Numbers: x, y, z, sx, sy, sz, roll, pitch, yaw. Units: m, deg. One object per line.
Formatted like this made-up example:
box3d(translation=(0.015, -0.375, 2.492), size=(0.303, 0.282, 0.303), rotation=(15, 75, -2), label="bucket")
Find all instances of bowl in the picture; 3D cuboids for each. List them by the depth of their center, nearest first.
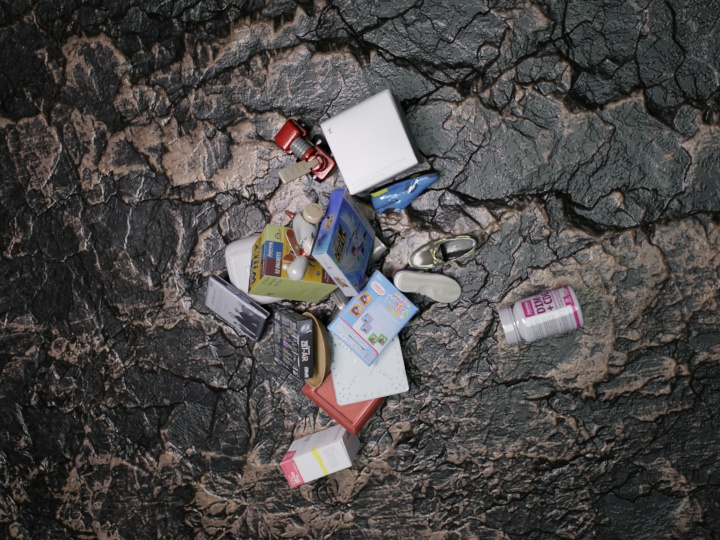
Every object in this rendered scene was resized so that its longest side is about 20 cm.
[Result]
box3d(translation=(-0.291, 0.001, 1.718), size=(0.196, 0.075, 0.203), rotation=(-11, 97, 11), label="bowl")

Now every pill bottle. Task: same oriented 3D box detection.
box3d(translation=(0.468, 0.120, 1.560), size=(0.197, 0.113, 0.115), rotation=(-19, 94, 13), label="pill bottle")

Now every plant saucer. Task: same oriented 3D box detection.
box3d(translation=(-0.122, 0.213, 1.625), size=(0.035, 0.199, 0.204), rotation=(-5, 99, -27), label="plant saucer")
box3d(translation=(-0.031, 0.322, 1.657), size=(0.199, 0.037, 0.200), rotation=(39, 91, -1), label="plant saucer")

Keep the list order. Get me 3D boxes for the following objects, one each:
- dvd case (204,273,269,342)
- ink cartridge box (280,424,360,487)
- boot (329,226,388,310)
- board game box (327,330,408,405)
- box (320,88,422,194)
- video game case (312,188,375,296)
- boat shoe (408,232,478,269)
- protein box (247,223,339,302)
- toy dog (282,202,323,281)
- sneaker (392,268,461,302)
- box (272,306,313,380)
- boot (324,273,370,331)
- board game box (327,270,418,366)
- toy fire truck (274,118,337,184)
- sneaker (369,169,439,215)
box3d(translation=(-0.359, 0.111, 1.729), size=(0.199, 0.025, 0.151), rotation=(36, 141, 5), label="dvd case")
box3d(translation=(-0.111, 0.523, 1.719), size=(0.198, 0.145, 0.084), rotation=(-24, 94, 14), label="ink cartridge box")
box3d(translation=(-0.001, 0.000, 1.631), size=(0.199, 0.072, 0.183), rotation=(-36, 52, 12), label="boot")
box3d(translation=(0.015, 0.245, 1.624), size=(0.196, 0.026, 0.204), rotation=(-12, 91, 1), label="board game box")
box3d(translation=(0.035, -0.327, 1.552), size=(0.196, 0.171, 0.203), rotation=(-23, 93, 13), label="box")
box3d(translation=(-0.036, -0.070, 1.507), size=(0.045, 0.182, 0.203), rotation=(-5, 53, 30), label="video game case")
box3d(translation=(0.221, -0.051, 1.612), size=(0.199, 0.060, 0.073), rotation=(-18, 94, 13), label="boat shoe")
box3d(translation=(-0.176, -0.013, 1.575), size=(0.197, 0.198, 0.137), rotation=(8, 72, -21), label="protein box")
box3d(translation=(-0.153, -0.080, 1.427), size=(0.095, 0.201, 0.133), rotation=(16, 126, -2), label="toy dog")
box3d(translation=(0.177, 0.032, 1.634), size=(0.197, 0.085, 0.076), rotation=(16, 99, -17), label="sneaker")
box3d(translation=(-0.191, 0.198, 1.671), size=(0.043, 0.199, 0.163), rotation=(-5, 98, -28), label="box")
box3d(translation=(0.009, 0.134, 1.676), size=(0.165, 0.066, 0.201), rotation=(41, 98, 16), label="boot")
box3d(translation=(0.033, 0.125, 1.580), size=(0.151, 0.037, 0.200), rotation=(43, 86, -8), label="board game box")
box3d(translation=(-0.164, -0.305, 1.581), size=(0.176, 0.200, 0.129), rotation=(43, 103, 2), label="toy fire truck")
box3d(translation=(0.125, -0.209, 1.612), size=(0.197, 0.066, 0.079), rotation=(-20, 106, 14), label="sneaker")
